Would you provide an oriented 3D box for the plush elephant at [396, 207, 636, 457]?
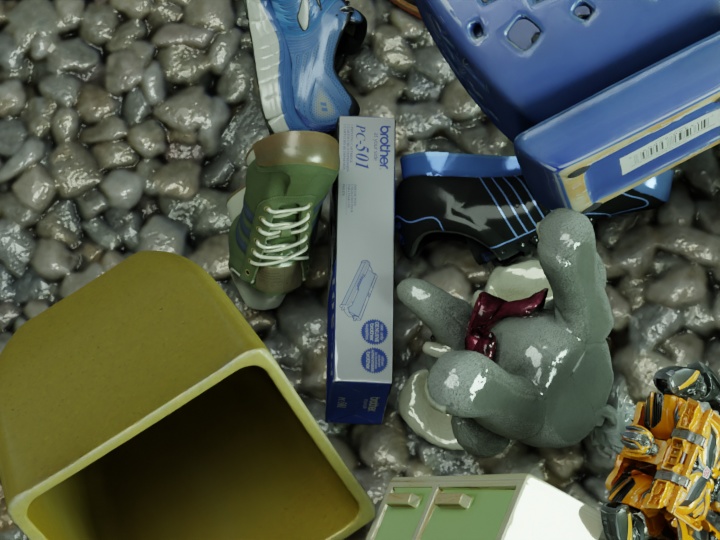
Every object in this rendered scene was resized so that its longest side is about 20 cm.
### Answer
[{"bbox_3d":[0.093,0.051,1.566,0.155,0.200,0.165,19,71,43],"label":"plush elephant"}]

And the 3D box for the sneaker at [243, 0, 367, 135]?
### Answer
[{"bbox_3d":[-0.041,-0.192,1.735,0.089,0.079,0.200,-11,75,0],"label":"sneaker"}]

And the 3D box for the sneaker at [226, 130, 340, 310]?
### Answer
[{"bbox_3d":[-0.053,-0.028,1.608,0.067,0.200,0.090,0,76,-13],"label":"sneaker"}]

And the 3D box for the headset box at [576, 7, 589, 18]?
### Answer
[{"bbox_3d":[0.256,-0.200,1.666,0.200,0.075,0.149,28,78,21],"label":"headset box"}]

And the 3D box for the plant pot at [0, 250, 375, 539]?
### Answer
[{"bbox_3d":[-0.139,0.103,1.571,0.194,0.196,0.200,-32,42,0],"label":"plant pot"}]

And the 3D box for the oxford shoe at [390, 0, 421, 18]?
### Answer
[{"bbox_3d":[0.017,-0.274,1.749,0.071,0.073,0.200,-33,66,-3],"label":"oxford shoe"}]

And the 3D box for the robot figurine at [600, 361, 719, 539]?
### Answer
[{"bbox_3d":[0.224,0.146,1.467,0.058,0.200,0.145,10,70,39],"label":"robot figurine"}]

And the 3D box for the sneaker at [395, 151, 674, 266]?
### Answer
[{"bbox_3d":[0.123,-0.042,1.642,0.200,0.070,0.078,1,83,12],"label":"sneaker"}]

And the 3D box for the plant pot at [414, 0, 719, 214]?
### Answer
[{"bbox_3d":[0.160,-0.155,1.531,0.200,0.200,0.180,-27,76,3],"label":"plant pot"}]

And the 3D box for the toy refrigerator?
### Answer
[{"bbox_3d":[0.070,0.178,1.487,0.070,0.200,0.076,29,74,-18],"label":"toy refrigerator"}]

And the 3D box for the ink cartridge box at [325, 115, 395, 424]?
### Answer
[{"bbox_3d":[0.000,0.000,1.628,0.044,0.094,0.200,2,69,-4],"label":"ink cartridge box"}]
